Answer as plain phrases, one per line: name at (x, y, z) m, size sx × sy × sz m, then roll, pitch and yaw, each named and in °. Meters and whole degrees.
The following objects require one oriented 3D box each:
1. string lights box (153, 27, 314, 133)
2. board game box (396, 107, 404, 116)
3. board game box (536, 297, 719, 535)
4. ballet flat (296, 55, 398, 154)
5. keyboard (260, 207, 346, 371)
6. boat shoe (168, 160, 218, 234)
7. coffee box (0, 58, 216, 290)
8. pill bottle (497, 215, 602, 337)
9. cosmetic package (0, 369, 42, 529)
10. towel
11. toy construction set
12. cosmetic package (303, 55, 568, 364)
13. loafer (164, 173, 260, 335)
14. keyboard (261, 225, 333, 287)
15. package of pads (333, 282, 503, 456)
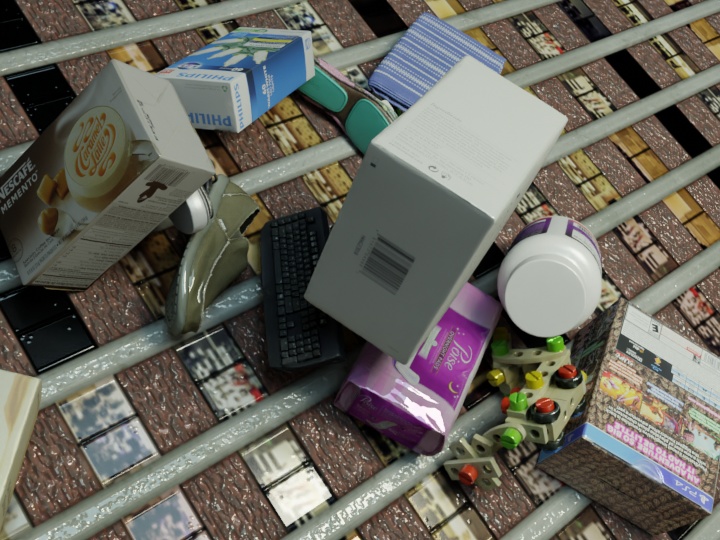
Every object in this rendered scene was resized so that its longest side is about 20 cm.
string lights box at (-0.140, -0.222, 0.947) m, size 0.102 × 0.059 × 0.200 m, roll 8°, pitch 33°, yaw 20°
board game box at (0.118, -0.202, 1.117) m, size 0.134 × 0.029 × 0.201 m, roll 0°, pitch 60°, yaw -24°
board game box at (0.313, 0.163, 0.932) m, size 0.159 × 0.097 × 0.200 m, roll 31°, pitch 53°, yaw -2°
ballet flat at (-0.006, -0.210, 1.054) m, size 0.200 × 0.069 × 0.071 m, roll 40°, pitch 35°, yaw 5°
keyboard at (-0.040, 0.011, 0.858) m, size 0.127 × 0.021 × 0.200 m, roll -12°, pitch 52°, yaw 3°
boat shoe at (-0.186, -0.104, 0.866) m, size 0.066 × 0.070 × 0.200 m, roll -19°, pitch 34°, yaw -23°
coffee box at (-0.248, -0.083, 0.780) m, size 0.080 × 0.200 × 0.115 m, roll 8°, pitch 49°, yaw -60°
pill bottle at (0.213, 0.007, 0.924) m, size 0.111 × 0.112 × 0.200 m, roll 40°, pitch 20°, yaw 5°
cosmetic package at (-0.317, 0.185, 0.652) m, size 0.071 × 0.105 × 0.201 m, roll 16°, pitch 57°, yaw -15°
towel at (0.107, -0.267, 1.125) m, size 0.145 × 0.024 × 0.200 m, roll 32°, pitch 51°, yaw 1°
toy construction set at (0.165, 0.140, 0.873) m, size 0.200 × 0.131 × 0.092 m, roll -55°, pitch 134°, yaw -36°
cosmetic package at (0.071, -0.058, 0.770) m, size 0.123 × 0.200 × 0.200 m, roll 33°, pitch 45°, yaw 7°
loafer at (-0.148, -0.016, 0.862) m, size 0.069 × 0.075 × 0.200 m, roll 21°, pitch 53°, yaw -13°
keyboard at (0.000, 0.000, 0.895) m, size 0.199 × 0.021 × 0.127 m, roll 19°, pitch 57°, yaw 23°
package of pads at (0.068, 0.088, 0.888) m, size 0.120 × 0.076 × 0.200 m, roll 29°, pitch 53°, yaw 2°
